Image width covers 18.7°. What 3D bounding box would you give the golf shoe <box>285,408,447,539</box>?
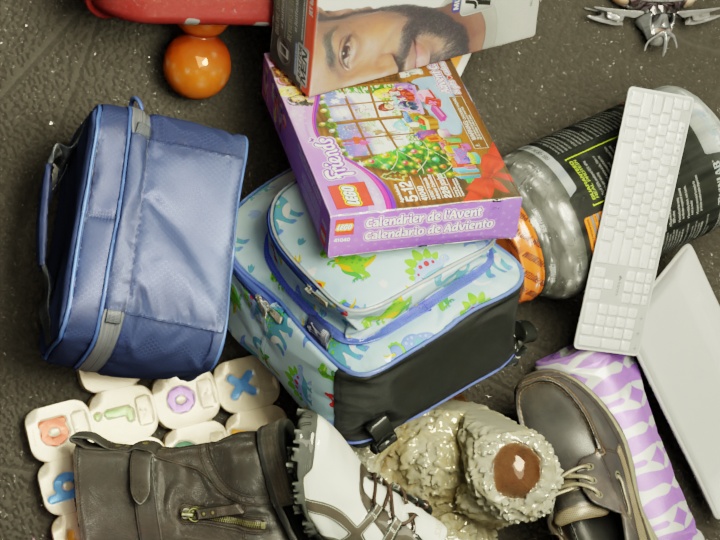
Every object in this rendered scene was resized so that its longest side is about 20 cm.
[{"bbox_3d":[0.010,0.167,1.532,0.094,0.078,0.200,-11,130,14],"label":"golf shoe"}]

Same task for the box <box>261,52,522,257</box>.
[{"bbox_3d":[0.019,-0.090,1.545,0.137,0.200,0.039,-7,130,-14],"label":"box"}]

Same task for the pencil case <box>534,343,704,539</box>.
[{"bbox_3d":[0.206,0.144,1.715,0.085,0.084,0.200,-24,96,-48],"label":"pencil case"}]

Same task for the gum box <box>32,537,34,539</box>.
[{"bbox_3d":[-0.195,0.281,1.542,0.066,0.113,0.200,-35,98,-19],"label":"gum box"}]

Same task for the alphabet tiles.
[{"bbox_3d":[-0.144,0.140,1.624,0.195,0.015,0.200,-14,91,-20],"label":"alphabet tiles"}]

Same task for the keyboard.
[{"bbox_3d":[0.204,-0.036,1.639,0.056,0.011,0.200,6,100,-28],"label":"keyboard"}]

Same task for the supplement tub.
[{"bbox_3d":[0.183,-0.055,1.700,0.200,0.122,0.123,-23,94,-20],"label":"supplement tub"}]

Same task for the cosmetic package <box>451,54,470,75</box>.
[{"bbox_3d":[0.047,-0.214,1.690,0.101,0.071,0.200,28,77,-15],"label":"cosmetic package"}]

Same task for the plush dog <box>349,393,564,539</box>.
[{"bbox_3d":[0.054,0.185,1.646,0.199,0.160,0.172,4,100,9],"label":"plush dog"}]

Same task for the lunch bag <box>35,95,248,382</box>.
[{"bbox_3d":[-0.164,-0.026,1.560,0.132,0.136,0.201,10,74,-16],"label":"lunch bag"}]

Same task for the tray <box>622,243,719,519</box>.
[{"bbox_3d":[0.265,0.089,1.739,0.107,0.022,0.200,-46,118,-36],"label":"tray"}]

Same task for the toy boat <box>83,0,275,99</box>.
[{"bbox_3d":[-0.114,-0.189,1.620,0.200,0.131,0.131,-1,116,-19],"label":"toy boat"}]

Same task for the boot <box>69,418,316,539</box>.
[{"bbox_3d":[-0.115,0.200,1.569,0.174,0.069,0.200,-11,95,11],"label":"boot"}]

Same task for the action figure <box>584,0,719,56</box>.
[{"bbox_3d":[0.238,-0.272,1.766,0.130,0.069,0.201,-1,89,-25],"label":"action figure"}]

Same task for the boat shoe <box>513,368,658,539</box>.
[{"bbox_3d":[0.172,0.168,1.644,0.074,0.073,0.200,-27,90,19],"label":"boat shoe"}]

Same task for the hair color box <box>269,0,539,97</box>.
[{"bbox_3d":[0.037,-0.206,1.572,0.200,0.064,0.111,-17,134,-26],"label":"hair color box"}]

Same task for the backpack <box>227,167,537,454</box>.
[{"bbox_3d":[0.000,0.000,1.582,0.183,0.200,0.147,-30,141,-29],"label":"backpack"}]
